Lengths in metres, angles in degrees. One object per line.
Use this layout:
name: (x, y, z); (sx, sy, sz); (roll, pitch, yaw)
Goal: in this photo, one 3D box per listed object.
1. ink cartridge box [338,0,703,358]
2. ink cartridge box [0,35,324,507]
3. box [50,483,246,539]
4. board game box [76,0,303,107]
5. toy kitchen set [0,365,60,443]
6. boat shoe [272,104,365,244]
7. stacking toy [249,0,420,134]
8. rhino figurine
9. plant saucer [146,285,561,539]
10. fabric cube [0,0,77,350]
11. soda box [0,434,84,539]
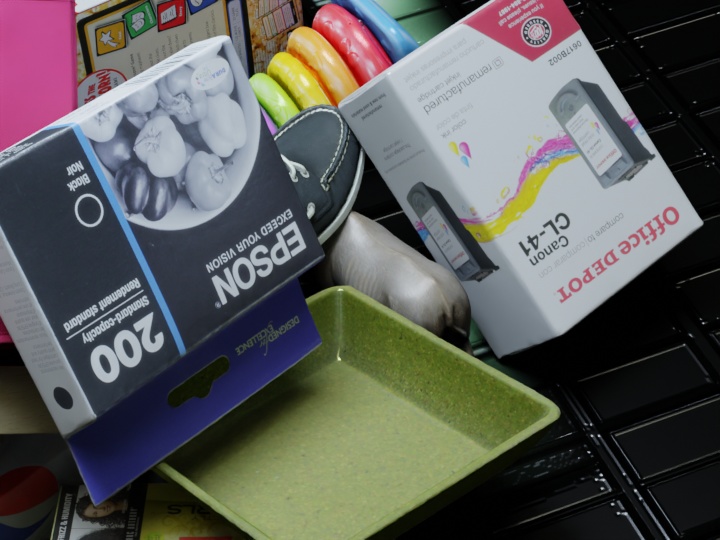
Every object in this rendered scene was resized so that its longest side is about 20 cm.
ink cartridge box: (0.105, -0.068, 1.323); (0.148, 0.086, 0.200); (-35, 93, -27)
ink cartridge box: (-0.110, -0.002, 1.142); (0.043, 0.200, 0.198); (-6, 23, 47)
box: (-0.080, 0.166, 1.200); (0.200, 0.050, 0.075); (0, 42, 4)
board game box: (-0.136, -0.165, 1.475); (0.200, 0.152, 0.046); (-26, 48, -21)
toy kitchen set: (-0.295, 0.138, 1.156); (0.200, 0.181, 0.163); (3, -6, -41)
boat shoe: (-0.059, -0.038, 1.288); (0.076, 0.060, 0.200); (15, 57, 22)
stacking toy: (-0.053, -0.108, 1.462); (0.200, 0.116, 0.110); (-35, 46, -10)
rhino figurine: (0.000, 0.000, 1.338); (0.060, 0.087, 0.200); (-32, 50, -26)
plant saucer: (-0.019, 0.101, 1.196); (0.200, 0.048, 0.200); (-28, 40, -32)
fabric cube: (-0.281, -0.051, 1.177); (0.200, 0.199, 0.196); (-1, -4, -27)
soda box: (-0.223, 0.134, 1.236); (0.068, 0.063, 0.200); (33, 56, 32)
